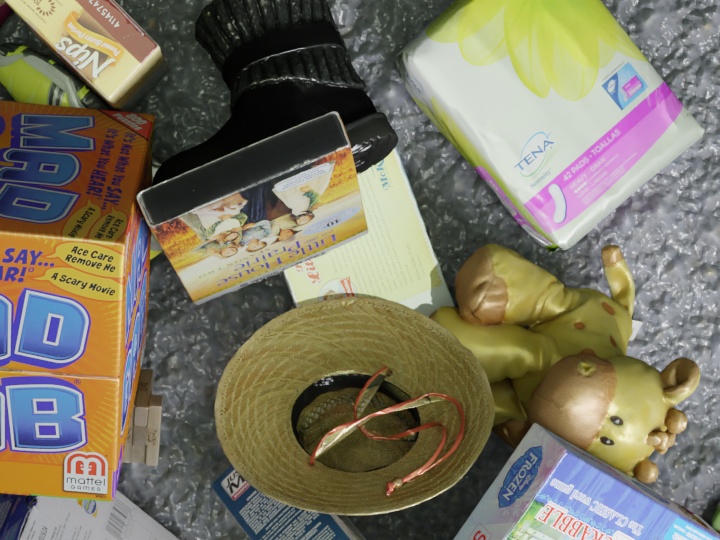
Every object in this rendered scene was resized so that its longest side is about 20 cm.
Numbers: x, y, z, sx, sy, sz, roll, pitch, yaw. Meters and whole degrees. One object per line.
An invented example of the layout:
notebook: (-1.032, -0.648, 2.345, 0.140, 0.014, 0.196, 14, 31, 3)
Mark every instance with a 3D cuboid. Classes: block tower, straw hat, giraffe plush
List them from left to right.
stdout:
block tower: (-0.247, 0.104, 1.429, 0.198, 0.058, 0.054, 5, 119, -3)
straw hat: (-0.002, 0.120, 1.364, 0.199, 0.085, 0.202, -4, 49, 4)
giraffe plush: (0.156, 0.088, 1.391, 0.198, 0.162, 0.174, -8, 124, -20)

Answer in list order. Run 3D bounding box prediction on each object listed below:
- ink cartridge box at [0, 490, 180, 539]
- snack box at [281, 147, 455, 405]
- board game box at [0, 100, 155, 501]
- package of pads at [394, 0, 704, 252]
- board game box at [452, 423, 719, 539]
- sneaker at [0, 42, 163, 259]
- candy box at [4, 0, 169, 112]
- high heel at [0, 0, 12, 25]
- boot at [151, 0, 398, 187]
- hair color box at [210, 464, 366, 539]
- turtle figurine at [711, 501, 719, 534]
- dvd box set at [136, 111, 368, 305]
ink cartridge box: (-0.202, 0.219, 1.380, 0.200, 0.137, 0.076, 42, 112, -15)
snack box: (0.000, 0.000, 1.463, 0.115, 0.037, 0.202, -20, 92, -4)
board game box: (-0.253, 0.014, 1.327, 0.198, 0.200, 0.202, 5, 118, -2)
package of pads: (0.139, -0.130, 1.456, 0.154, 0.068, 0.200, -40, 93, -4)
board game box: (0.133, 0.228, 1.322, 0.199, 0.041, 0.200, 29, 97, -40)
sneaker: (-0.208, -0.088, 1.428, 0.200, 0.075, 0.076, 45, 87, -2)
candy box: (-0.196, -0.172, 1.363, 0.115, 0.200, 0.055, 45, 89, -4)
high heel: (-0.263, -0.239, 1.409, 0.067, 0.096, 0.200, 42, 88, -4)
boot: (-0.089, -0.125, 1.396, 0.210, 0.079, 0.159, -21, 75, -32)
hair color box: (-0.020, 0.215, 1.378, 0.060, 0.200, 0.100, -42, 135, -2)
turtle figurine: (0.267, 0.266, 1.438, 0.194, 0.200, 0.144, -50, 128, -6)
dvd box set: (-0.070, -0.039, 1.339, 0.145, 0.200, 0.030, -22, 74, -3)
